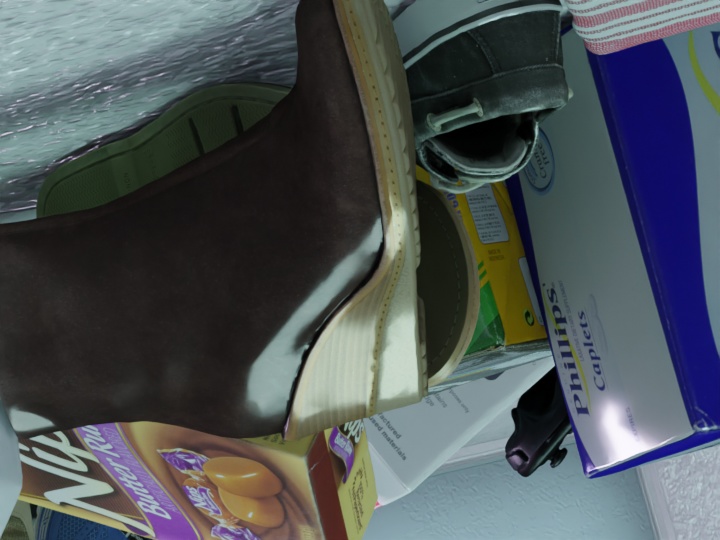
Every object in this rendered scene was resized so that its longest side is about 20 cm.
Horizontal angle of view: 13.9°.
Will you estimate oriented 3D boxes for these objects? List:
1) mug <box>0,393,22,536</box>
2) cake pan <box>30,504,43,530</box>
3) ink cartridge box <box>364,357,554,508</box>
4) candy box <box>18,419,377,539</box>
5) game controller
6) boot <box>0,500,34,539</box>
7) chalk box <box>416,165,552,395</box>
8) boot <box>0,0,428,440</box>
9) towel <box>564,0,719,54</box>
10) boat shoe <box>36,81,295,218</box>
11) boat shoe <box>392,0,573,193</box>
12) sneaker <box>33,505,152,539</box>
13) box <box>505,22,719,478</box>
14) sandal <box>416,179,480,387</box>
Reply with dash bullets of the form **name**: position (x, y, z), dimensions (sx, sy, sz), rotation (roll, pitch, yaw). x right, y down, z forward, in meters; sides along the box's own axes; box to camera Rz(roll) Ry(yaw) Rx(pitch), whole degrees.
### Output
- **mug**: position (-0.204, 0.048, 1.163), dimensions (0.149, 0.154, 0.187), rotation (-14, 173, -16)
- **cake pan**: position (-0.206, 0.093, 1.522), dimensions (0.199, 0.037, 0.201), rotation (5, -147, -3)
- **ink cartridge box**: position (0.057, 0.035, 1.613), dimensions (0.200, 0.084, 0.145), rotation (-40, 180, -16)
- **candy box**: position (-0.098, 0.064, 1.269), dimensions (0.199, 0.057, 0.117), rotation (16, 149, 18)
- **game controller**: position (0.134, 0.052, 1.666), dimensions (0.104, 0.042, 0.200), rotation (-41, -179, 20)
- **boot**: position (-0.181, 0.080, 1.427), dimensions (0.072, 0.156, 0.200), rotation (-11, 173, 14)
- **chalk box**: position (0.000, 0.000, 1.358), dimensions (0.199, 0.124, 0.124), rotation (-19, 173, 33)
- **boot**: position (-0.061, -0.015, 1.074), dimensions (0.165, 0.073, 0.201), rotation (-3, 128, 1)
- **towel**: position (0.140, -0.127, 1.067), dimensions (0.146, 0.030, 0.200), rotation (-16, 170, 7)
- **boat shoe**: position (-0.048, -0.037, 1.196), dimensions (0.068, 0.075, 0.200), rotation (-10, -178, -43)
- **boat shoe**: position (0.035, -0.064, 1.160), dimensions (0.070, 0.064, 0.200), rotation (-13, 173, -12)
- **sneaker**: position (-0.094, 0.092, 1.445), dimensions (0.078, 0.201, 0.089), rotation (32, 157, -16)
- **box**: position (0.178, -0.025, 1.279), dimensions (0.199, 0.185, 0.105), rotation (-12, 173, -26)
- **sandal**: position (0.015, 0.000, 1.232), dimensions (0.069, 0.078, 0.212), rotation (25, -175, -35)
